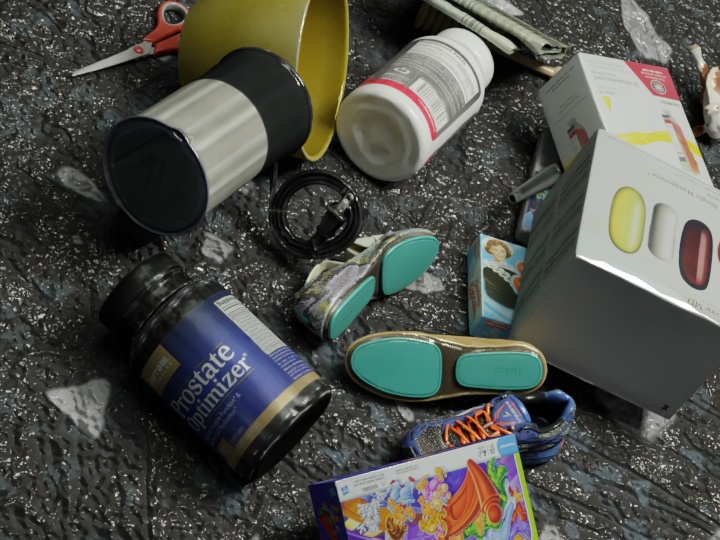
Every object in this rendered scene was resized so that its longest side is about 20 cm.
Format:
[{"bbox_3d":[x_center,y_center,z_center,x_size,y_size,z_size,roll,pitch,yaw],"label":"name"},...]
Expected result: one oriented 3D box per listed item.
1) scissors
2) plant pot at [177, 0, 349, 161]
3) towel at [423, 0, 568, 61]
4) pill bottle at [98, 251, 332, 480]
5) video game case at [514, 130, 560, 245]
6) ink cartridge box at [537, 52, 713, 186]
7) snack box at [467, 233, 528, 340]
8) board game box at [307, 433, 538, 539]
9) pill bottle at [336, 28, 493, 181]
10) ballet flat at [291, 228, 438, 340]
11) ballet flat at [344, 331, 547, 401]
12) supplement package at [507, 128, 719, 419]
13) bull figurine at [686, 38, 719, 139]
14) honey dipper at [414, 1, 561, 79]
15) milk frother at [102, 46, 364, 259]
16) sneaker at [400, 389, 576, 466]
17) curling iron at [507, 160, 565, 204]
[{"bbox_3d":[-0.222,-0.232,1.752,0.073,0.014,0.200,38,42,3],"label":"scissors"},{"bbox_3d":[-0.105,-0.219,1.702,0.142,0.200,0.200,7,43,12],"label":"plant pot"},{"bbox_3d":[0.143,-0.295,1.934,0.200,0.035,0.193,30,13,11],"label":"towel"},{"bbox_3d":[-0.131,0.080,1.457,0.200,0.112,0.112,42,45,10],"label":"pill bottle"},{"bbox_3d":[0.278,-0.056,1.871,0.200,0.023,0.182,26,44,-7],"label":"video game case"},{"bbox_3d":[0.301,-0.132,1.848,0.145,0.083,0.200,5,57,-35],"label":"ink cartridge box"},{"bbox_3d":[0.209,0.040,1.735,0.200,0.037,0.116,16,46,-16],"label":"snack box"},{"bbox_3d":[0.061,0.229,1.440,0.200,0.045,0.135,-11,86,-35],"label":"board game box"},{"bbox_3d":[0.067,-0.189,1.805,0.111,0.111,0.200,38,44,6],"label":"pill bottle"},{"bbox_3d":[0.000,0.000,1.637,0.072,0.072,0.200,43,44,11],"label":"ballet flat"},{"bbox_3d":[0.079,0.093,1.602,0.200,0.069,0.063,6,7,-10],"label":"ballet flat"},{"bbox_3d":[0.276,0.002,1.673,0.191,0.147,0.200,25,44,-8],"label":"supplement package"},{"bbox_3d":[0.473,-0.235,2.095,0.200,0.065,0.122,-17,94,-47],"label":"bull figurine"},{"bbox_3d":[0.162,-0.270,1.985,0.200,0.038,0.038,21,45,-13],"label":"honey dipper"},{"bbox_3d":[-0.111,-0.081,1.553,0.200,0.181,0.188,29,39,16],"label":"milk frother"},{"bbox_3d":[0.122,0.149,1.561,0.200,0.078,0.075,-13,59,-37],"label":"sneaker"},{"bbox_3d":[0.212,-0.117,1.850,0.050,0.026,0.200,45,43,3],"label":"curling iron"}]
